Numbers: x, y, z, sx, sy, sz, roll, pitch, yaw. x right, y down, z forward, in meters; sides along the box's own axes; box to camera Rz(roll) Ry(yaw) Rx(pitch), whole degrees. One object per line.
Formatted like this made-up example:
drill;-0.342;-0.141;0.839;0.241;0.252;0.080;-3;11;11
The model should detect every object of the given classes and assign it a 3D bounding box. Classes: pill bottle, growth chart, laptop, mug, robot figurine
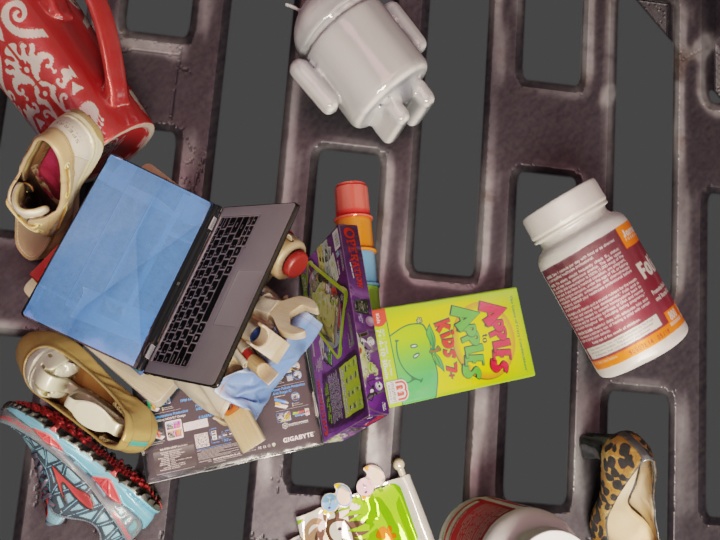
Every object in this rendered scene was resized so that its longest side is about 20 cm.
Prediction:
pill bottle;0.274;0.007;0.933;0.113;0.114;0.203;-28;85;-10
growth chart;-0.009;0.311;0.904;0.198;0.018;0.146;-30;86;-12
laptop;-0.189;-0.009;0.777;0.116;0.198;0.190;38;65;-38
mug;-0.321;-0.214;0.880;0.133;0.177;0.202;-35;90;-23
pill bottle;0.156;0.294;0.827;0.110;0.200;0.115;2;79;-11
robot figurine;-0.001;-0.247;0.945;0.169;0.113;0.201;-35;86;-25

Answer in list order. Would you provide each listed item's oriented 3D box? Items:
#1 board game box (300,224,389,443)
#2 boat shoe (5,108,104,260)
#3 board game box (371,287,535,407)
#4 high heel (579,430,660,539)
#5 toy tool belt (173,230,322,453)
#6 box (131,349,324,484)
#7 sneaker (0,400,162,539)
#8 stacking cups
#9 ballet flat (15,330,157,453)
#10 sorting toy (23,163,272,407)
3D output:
board game box;-0.021;0.068;0.870;0.032;0.120;0.204;2;67;-30
boat shoe;-0.332;-0.079;0.850;0.073;0.201;0.069;39;37;4
board game box;0.092;0.084;0.903;0.196;0.047;0.104;-7;81;-27
high heel;0.298;0.272;0.878;0.070;0.143;0.204;-18;83;-8
toy tool belt;-0.091;0.070;0.825;0.122;0.125;0.201;34;86;27
box;-0.149;0.132;0.903;0.196;0.046;0.162;-11;82;-8
sneaker;-0.310;0.219;0.856;0.199;0.079;0.096;38;81;1
stacking cups;0.000;0.000;0.935;0.059;0.061;0.205;0;80;-6
ballet flat;-0.297;0.121;0.854;0.198;0.063;0.070;28;94;16
sorting toy;-0.226;-0.001;0.873;0.199;0.070;0.200;36;70;12
